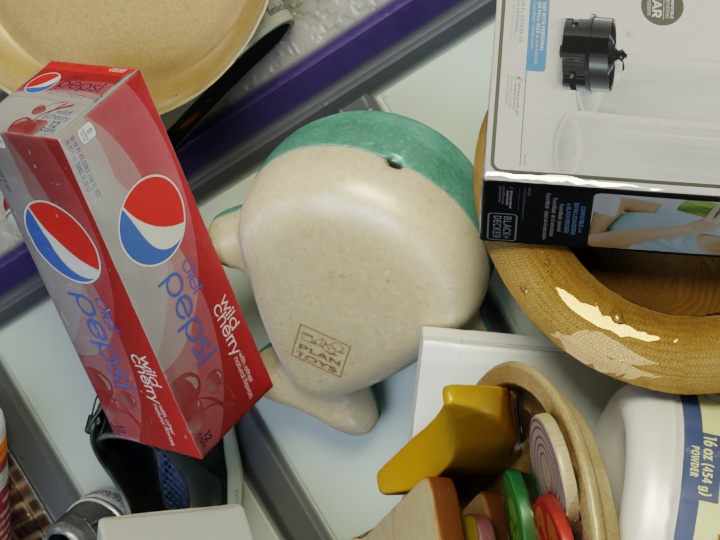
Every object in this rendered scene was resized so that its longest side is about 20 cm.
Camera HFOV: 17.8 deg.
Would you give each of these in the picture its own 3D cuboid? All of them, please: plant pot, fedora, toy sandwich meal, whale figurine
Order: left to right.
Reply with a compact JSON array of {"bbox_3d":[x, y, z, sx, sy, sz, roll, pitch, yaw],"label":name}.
[{"bbox_3d":[-0.128,-0.175,1.159,0.199,0.027,0.201,3,100,18],"label":"plant pot"},{"bbox_3d":[0.000,0.000,1.183,0.158,0.104,0.200,23,140,5],"label":"whale figurine"},{"bbox_3d":[0.050,0.137,1.037,0.070,0.205,0.206,0,113,-19],"label":"toy sandwich meal"},{"bbox_3d":[0.144,-0.024,1.075,0.200,0.201,0.082,31,158,15],"label":"fedora"}]

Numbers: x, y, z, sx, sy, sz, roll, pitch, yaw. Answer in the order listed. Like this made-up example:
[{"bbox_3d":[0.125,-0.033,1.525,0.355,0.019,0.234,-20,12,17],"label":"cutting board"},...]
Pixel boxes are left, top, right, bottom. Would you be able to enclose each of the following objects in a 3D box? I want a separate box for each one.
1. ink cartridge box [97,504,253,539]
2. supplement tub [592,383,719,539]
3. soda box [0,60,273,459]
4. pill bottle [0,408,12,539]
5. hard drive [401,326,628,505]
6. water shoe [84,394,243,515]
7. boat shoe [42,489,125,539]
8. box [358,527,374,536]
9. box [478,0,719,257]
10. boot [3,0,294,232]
[{"bbox_3d":[-0.094,0.248,1.228,0.083,0.147,0.201,-4,127,-16],"label":"ink cartridge box"},{"bbox_3d":[0.201,0.138,1.055,0.199,0.145,0.146,12,114,-4],"label":"supplement tub"},{"bbox_3d":[-0.116,-0.004,1.157,0.070,0.063,0.201,10,133,40],"label":"soda box"},{"bbox_3d":[-0.259,0.176,1.354,0.112,0.113,0.201,8,111,25],"label":"pill bottle"},{"bbox_3d":[0.122,0.100,1.133,0.199,0.026,0.133,6,111,-1],"label":"hard drive"},{"bbox_3d":[-0.113,0.064,1.260,0.071,0.079,0.201,-9,102,29],"label":"water shoe"},{"bbox_3d":[-0.148,0.231,1.341,0.071,0.068,0.201,3,108,26],"label":"boat shoe"},{"bbox_3d":[0.053,0.205,1.238,0.200,0.050,0.158,-30,93,32],"label":"box"},{"bbox_3d":[0.155,-0.069,1.016,0.199,0.117,0.060,5,154,3],"label":"box"},{"bbox_3d":[-0.147,-0.123,1.223,0.200,0.072,0.144,-42,85,23],"label":"boot"}]
